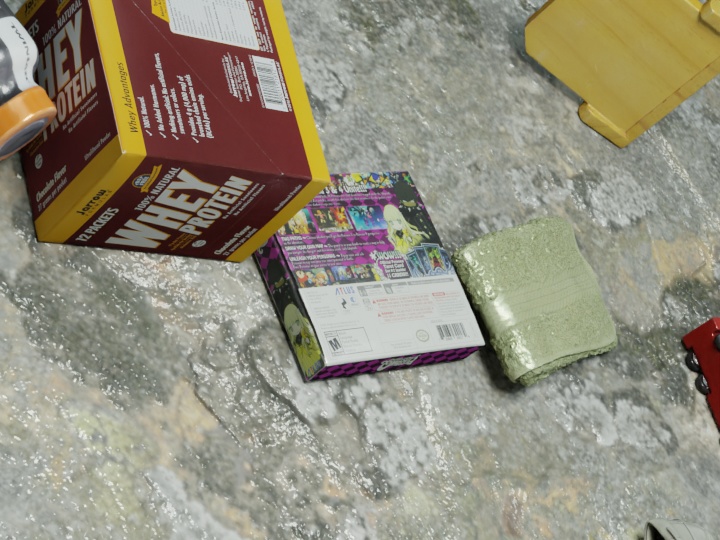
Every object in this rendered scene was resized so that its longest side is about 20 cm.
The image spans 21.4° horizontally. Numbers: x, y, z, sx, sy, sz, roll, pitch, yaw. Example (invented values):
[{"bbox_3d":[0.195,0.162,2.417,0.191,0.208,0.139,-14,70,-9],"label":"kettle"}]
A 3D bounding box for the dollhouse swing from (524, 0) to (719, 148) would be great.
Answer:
[{"bbox_3d":[0.299,-0.263,1.996,0.176,0.200,0.182,46,41,-4],"label":"dollhouse swing"}]

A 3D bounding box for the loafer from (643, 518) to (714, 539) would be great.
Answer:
[{"bbox_3d":[0.284,0.307,1.666,0.069,0.070,0.201,20,41,-24],"label":"loafer"}]

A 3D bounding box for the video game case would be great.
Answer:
[{"bbox_3d":[0.000,0.000,1.652,0.199,0.036,0.182,-6,65,-45],"label":"video game case"}]

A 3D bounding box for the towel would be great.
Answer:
[{"bbox_3d":[0.167,0.023,1.769,0.199,0.036,0.149,-15,77,-54],"label":"towel"}]

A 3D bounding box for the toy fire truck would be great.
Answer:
[{"bbox_3d":[0.398,0.098,1.935,0.140,0.049,0.201,1,61,-43],"label":"toy fire truck"}]

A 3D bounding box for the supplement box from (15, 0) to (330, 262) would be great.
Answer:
[{"bbox_3d":[-0.160,-0.130,1.528,0.199,0.133,0.199,6,57,-39],"label":"supplement box"}]

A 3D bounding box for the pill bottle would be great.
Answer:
[{"bbox_3d":[-0.315,-0.179,1.442,0.200,0.106,0.106,52,40,2],"label":"pill bottle"}]
